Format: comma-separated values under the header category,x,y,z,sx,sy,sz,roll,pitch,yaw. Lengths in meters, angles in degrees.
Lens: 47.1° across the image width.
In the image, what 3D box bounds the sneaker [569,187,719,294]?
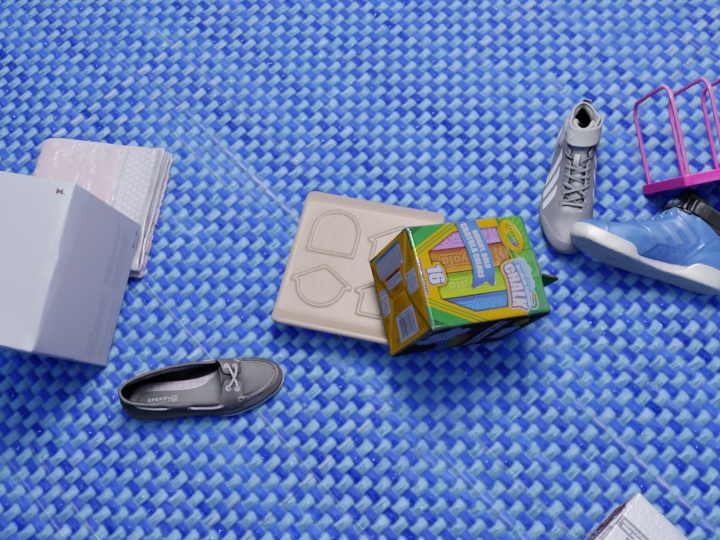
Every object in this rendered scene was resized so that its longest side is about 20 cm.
category,x,y,z,sx,sy,sz,roll,pitch,yaw
sneaker,0.362,-0.053,1.013,0.199,0.077,0.112,19,81,1

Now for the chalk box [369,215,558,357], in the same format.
category,x,y,z,sx,sy,sz,roll,pitch,yaw
chalk box,0.132,0.016,0.969,0.199,0.125,0.124,-7,73,-24

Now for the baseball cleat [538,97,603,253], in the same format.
category,x,y,z,sx,sy,sz,roll,pitch,yaw
baseball cleat,0.268,-0.126,1.052,0.069,0.107,0.201,5,67,8

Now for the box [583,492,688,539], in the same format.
category,x,y,z,sx,sy,sz,roll,pitch,yaw
box,0.307,0.348,0.837,0.132,0.115,0.200,-41,70,-12

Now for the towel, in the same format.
category,x,y,z,sx,sy,sz,roll,pitch,yaw
towel,-0.368,-0.087,1.129,0.190,0.032,0.201,4,66,7

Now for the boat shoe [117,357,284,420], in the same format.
category,x,y,z,sx,sy,sz,roll,pitch,yaw
boat shoe,-0.193,0.142,0.999,0.199,0.057,0.067,-11,66,0

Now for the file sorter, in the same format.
category,x,y,z,sx,sy,sz,roll,pitch,yaw
file sorter,0.459,-0.178,1.021,0.199,0.139,0.126,-12,91,-1

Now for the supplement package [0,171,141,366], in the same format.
category,x,y,z,sx,sy,sz,roll,pitch,yaw
supplement package,-0.382,0.001,0.978,0.147,0.200,0.192,10,80,8

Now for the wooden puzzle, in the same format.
category,x,y,z,sx,sy,sz,roll,pitch,yaw
wooden puzzle,0.000,0.000,1.056,0.185,0.046,0.201,11,63,9
